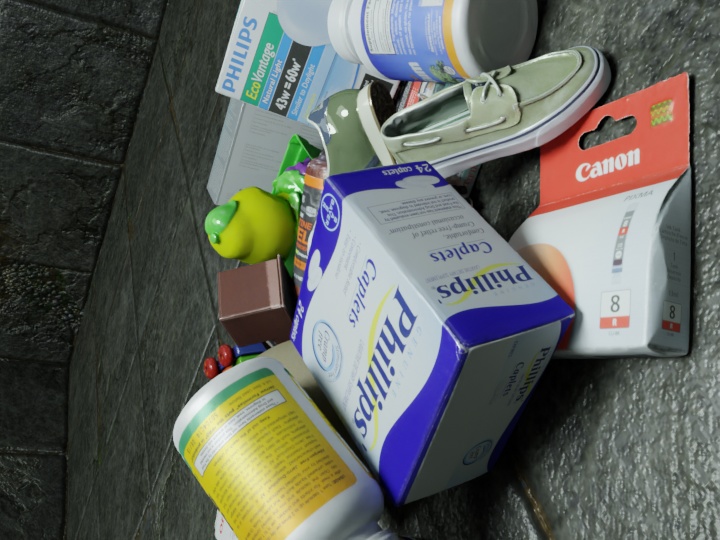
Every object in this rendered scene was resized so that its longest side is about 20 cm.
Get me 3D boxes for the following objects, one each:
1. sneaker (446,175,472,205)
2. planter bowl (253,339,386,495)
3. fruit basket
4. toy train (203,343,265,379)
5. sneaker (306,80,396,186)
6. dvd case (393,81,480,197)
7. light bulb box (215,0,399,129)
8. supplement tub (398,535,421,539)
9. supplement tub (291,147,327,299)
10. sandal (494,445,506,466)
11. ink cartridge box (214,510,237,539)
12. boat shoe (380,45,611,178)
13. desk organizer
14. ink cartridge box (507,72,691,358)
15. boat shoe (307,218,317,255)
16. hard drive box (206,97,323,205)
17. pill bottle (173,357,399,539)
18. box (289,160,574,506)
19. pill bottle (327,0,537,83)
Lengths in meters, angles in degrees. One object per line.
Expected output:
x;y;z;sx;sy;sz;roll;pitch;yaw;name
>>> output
0.069;-0.020;0.727;0.081;0.075;0.201;-45;48;48;sneaker
-0.022;0.142;0.771;0.135;0.200;0.201;-40;39;12;planter bowl
-0.109;-0.061;0.975;0.217;0.214;0.156;-67;30;24;fruit basket
-0.197;0.190;1.206;0.200;0.084;0.116;-38;61;53;toy train
0.007;-0.089;0.786;0.089;0.067;0.201;-6;117;27;sneaker
0.080;-0.159;0.832;0.200;0.022;0.147;48;124;59;dvd case
-0.045;-0.282;0.902;0.125;0.199;0.199;-97;27;-60;light bulb box
-0.029;0.312;0.681;0.145;0.199;0.146;-33;52;56;supplement tub
-0.017;-0.061;0.872;0.107;0.106;0.201;-148;64;-62;supplement tub
0.071;0.104;0.725;0.201;0.048;0.076;54;128;55;sandal
-0.113;0.311;0.978;0.200;0.084;0.147;14;93;62;ink cartridge box
0.108;-0.134;0.645;0.199;0.062;0.072;-25;51;27;boat shoe
-0.105;0.072;0.936;0.200;0.076;0.072;70;-172;-55;desk organizer
0.170;-0.035;0.579;0.162;0.050;0.201;-14;72;61;ink cartridge box
0.000;0.000;0.789;0.072;0.200;0.069;-1;57;27;boat shoe
-0.111;-0.179;1.070;0.077;0.155;0.201;51;125;58;hard drive box
-0.052;0.176;0.610;0.200;0.112;0.113;47;128;23;pill bottle
0.041;0.046;0.620;0.200;0.104;0.185;52;140;37;box
0.061;-0.240;0.744;0.199;0.112;0.113;18;97;47;pill bottle
